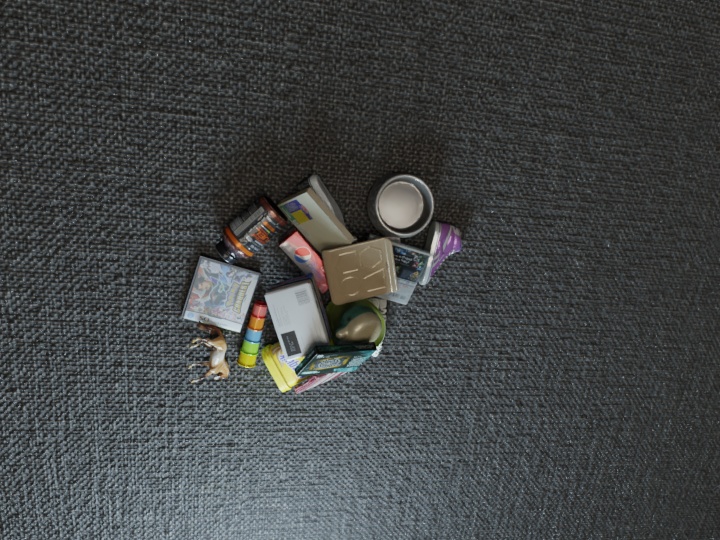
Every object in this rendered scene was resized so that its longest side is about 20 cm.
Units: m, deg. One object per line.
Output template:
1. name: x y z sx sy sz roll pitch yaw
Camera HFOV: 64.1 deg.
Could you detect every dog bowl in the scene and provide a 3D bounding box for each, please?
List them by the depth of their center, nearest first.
1. dog bowl: 0.122 -0.188 1.659 0.199 0.059 0.201 -1 97 -11

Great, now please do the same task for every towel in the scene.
1. towel: -0.090 0.313 1.746 0.199 0.144 0.023 -14 73 -42

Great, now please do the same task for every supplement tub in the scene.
1. supplement tub: -0.306 -0.108 1.594 0.200 0.107 0.107 -42 113 5

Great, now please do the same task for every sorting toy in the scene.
1. sorting toy: 0.000 0.000 1.655 0.199 0.037 0.186 -11 121 -1

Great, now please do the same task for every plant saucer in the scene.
1. plant saucer: -0.017 0.161 1.757 0.199 0.031 0.201 6 112 15

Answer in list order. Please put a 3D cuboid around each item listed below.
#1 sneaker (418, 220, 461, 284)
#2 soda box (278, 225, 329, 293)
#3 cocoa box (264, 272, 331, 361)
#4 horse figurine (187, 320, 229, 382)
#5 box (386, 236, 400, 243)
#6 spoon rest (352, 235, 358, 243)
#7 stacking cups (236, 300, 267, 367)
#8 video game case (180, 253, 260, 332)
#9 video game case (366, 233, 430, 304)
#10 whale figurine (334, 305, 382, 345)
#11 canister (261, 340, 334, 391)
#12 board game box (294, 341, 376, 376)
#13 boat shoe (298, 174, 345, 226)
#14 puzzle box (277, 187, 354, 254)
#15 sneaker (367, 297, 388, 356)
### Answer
1. sneaker: 0.248 -0.043 1.755 0.114 0.073 0.201 11 108 -20
2. soda box: -0.151 -0.031 1.677 0.070 0.063 0.200 -40 112 4
3. cocoa box: -0.171 0.127 1.618 0.133 0.131 0.201 -16 101 4
4. horse figurine: -0.442 0.246 1.703 0.132 0.050 0.201 -7 109 -38
5. box: 0.105 -0.026 1.746 0.041 0.039 0.201 -11 112 -6
6. spoon rest: 0.013 -0.031 1.724 0.099 0.061 0.200 -33 126 2
7. stacking cups: -0.325 0.188 1.727 0.060 0.061 0.201 10 104 -15
8. video game case: -0.408 0.069 1.679 0.180 0.026 0.201 17 105 -17
9. video game case: 0.084 -0.001 1.705 0.199 0.023 0.182 16 113 -19
10. whale figurine: -0.032 0.186 1.680 0.200 0.104 0.159 -49 144 14
11. canister: -0.179 0.259 1.750 0.199 0.087 0.149 -27 102 3
12. board game box: -0.069 0.248 1.609 0.199 0.028 0.135 2 145 -36
13. boat shoe: -0.108 -0.177 1.638 0.071 0.072 0.200 -22 113 18
14. puzzle box: -0.125 -0.137 1.615 0.133 0.025 0.200 -15 126 43
15. sneaker: 0.040 0.173 1.796 0.081 0.075 0.201 6 109 4
